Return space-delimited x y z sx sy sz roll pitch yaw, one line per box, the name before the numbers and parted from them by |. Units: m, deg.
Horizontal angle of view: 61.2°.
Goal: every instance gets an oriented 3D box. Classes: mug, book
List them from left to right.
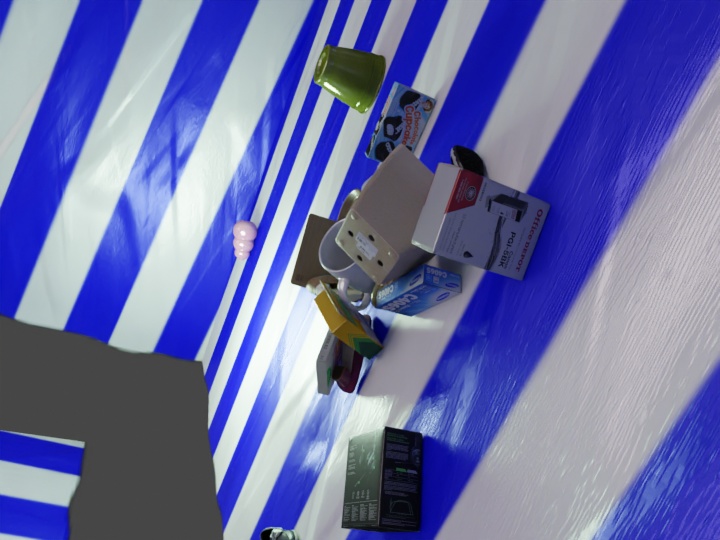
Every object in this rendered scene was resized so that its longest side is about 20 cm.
book | -0.072 0.199 1.574 0.201 0.047 0.135 -69 -15 -45
mug | 0.000 0.000 1.481 0.146 0.175 0.202 -2 62 36

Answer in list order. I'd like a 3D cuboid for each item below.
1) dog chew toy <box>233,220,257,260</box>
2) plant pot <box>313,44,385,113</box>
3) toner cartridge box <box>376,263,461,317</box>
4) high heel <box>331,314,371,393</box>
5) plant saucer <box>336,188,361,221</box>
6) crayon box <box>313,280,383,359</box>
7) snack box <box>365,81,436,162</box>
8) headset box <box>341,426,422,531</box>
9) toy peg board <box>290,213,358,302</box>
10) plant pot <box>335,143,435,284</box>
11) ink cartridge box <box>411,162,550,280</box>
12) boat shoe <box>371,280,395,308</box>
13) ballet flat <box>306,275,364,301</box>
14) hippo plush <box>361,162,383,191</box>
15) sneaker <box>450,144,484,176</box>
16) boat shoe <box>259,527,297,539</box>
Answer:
dog chew toy | -0.597 -0.152 3.119 0.124 0.123 0.203 -161 79 -68
plant pot | -0.047 -0.654 2.029 0.201 0.191 0.202 -48 34 47
toner cartridge box | 0.121 0.046 1.305 0.200 0.094 0.044 -35 45 58
high heel | -0.012 0.216 1.585 0.067 0.096 0.201 15 66 34
plant saucer | -0.028 -0.151 1.874 0.200 0.029 0.202 -49 33 47
crayon box | -0.037 0.121 1.463 0.051 0.200 0.126 -40 46 7
snack box | 0.103 -0.373 1.590 0.202 0.115 0.037 -66 24 21
headset box | 0.043 0.424 1.248 0.174 0.092 0.202 -40 40 55
toy peg board | -0.078 -0.036 1.723 0.098 0.197 0.202 -148 74 -83
plant pot | 0.065 -0.092 1.245 0.177 0.200 0.200 -41 -8 -29
ink cartridge box | 0.208 -0.081 1.045 0.083 0.198 0.148 35 108 63
boat shoe | 0.092 0.021 1.434 0.063 0.073 0.202 45 116 30
ballet flat | -0.058 0.055 1.616 0.073 0.197 0.069 -68 -23 -54
hippo plush | 0.078 -0.154 1.435 0.200 0.159 0.161 -172 99 -71
sneaker | 0.213 -0.177 1.262 0.202 0.071 0.083 -96 29 -41
boat shoe | -0.232 0.765 1.720 0.200 0.061 0.074 -27 51 61
